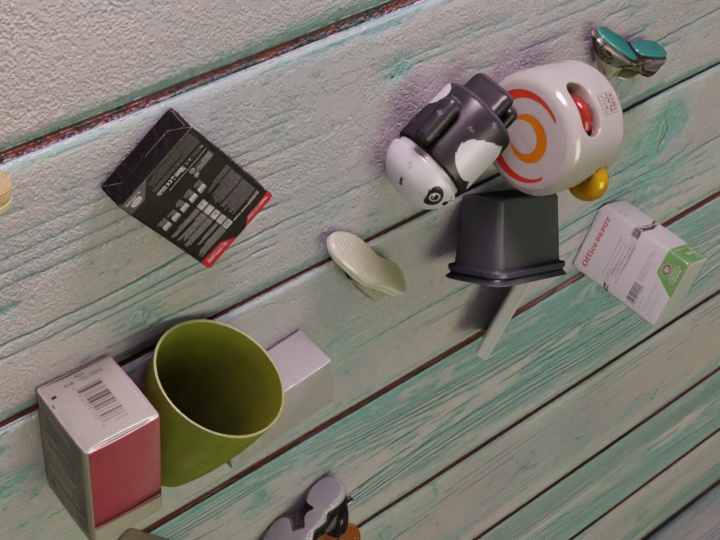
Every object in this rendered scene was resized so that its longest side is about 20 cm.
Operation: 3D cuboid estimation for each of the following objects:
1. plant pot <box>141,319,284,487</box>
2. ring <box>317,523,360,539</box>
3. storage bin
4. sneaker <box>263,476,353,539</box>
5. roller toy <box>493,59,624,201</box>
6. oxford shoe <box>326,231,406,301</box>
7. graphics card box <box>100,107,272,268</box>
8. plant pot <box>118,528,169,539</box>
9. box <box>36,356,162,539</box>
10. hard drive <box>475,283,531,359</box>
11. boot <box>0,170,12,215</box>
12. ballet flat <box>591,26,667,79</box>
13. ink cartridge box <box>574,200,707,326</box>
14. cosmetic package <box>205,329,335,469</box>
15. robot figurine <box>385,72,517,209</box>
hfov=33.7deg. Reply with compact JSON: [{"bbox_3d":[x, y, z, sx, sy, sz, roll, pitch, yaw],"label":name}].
[{"bbox_3d":[-0.228,0.200,1.609,0.187,0.188,0.200,-11,148,-43],"label":"plant pot"},{"bbox_3d":[-0.075,0.575,2.318,0.200,0.019,0.201,-31,145,-25],"label":"ring"},{"bbox_3d":[0.232,-0.059,1.907,0.199,0.145,0.135,-8,104,-45],"label":"storage bin"},{"bbox_3d":[-0.088,0.466,2.128,0.200,0.075,0.114,-46,145,-8],"label":"sneaker"},{"bbox_3d":[0.287,-0.209,1.739,0.139,0.200,0.183,-20,133,-38],"label":"roller toy"},{"bbox_3d":[0.000,0.000,1.747,0.058,0.076,0.200,-18,155,24],"label":"oxford shoe"},{"bbox_3d":[-0.202,-0.093,1.415,0.126,0.051,0.200,-48,149,2],"label":"graphics card box"},{"bbox_3d":[-0.324,0.551,1.848,0.200,0.177,0.200,-48,149,1],"label":"plant pot"},{"bbox_3d":[-0.335,0.234,1.539,0.109,0.128,0.201,-27,143,-31],"label":"box"},{"bbox_3d":[0.269,0.051,2.099,0.201,0.027,0.132,-63,174,23],"label":"hard drive"},{"bbox_3d":[-0.408,-0.119,1.123,0.199,0.073,0.156,-2,130,-42],"label":"boot"},{"bbox_3d":[0.412,-0.333,1.871,0.200,0.072,0.072,-1,126,-47],"label":"ballet flat"},{"bbox_3d":[0.518,-0.017,2.212,0.084,0.200,0.147,-14,136,-46],"label":"ink cartridge box"},{"bbox_3d":[-0.139,0.191,1.767,0.200,0.090,0.107,-34,146,-26],"label":"cosmetic package"},{"bbox_3d":[0.127,-0.175,1.643,0.200,0.125,0.150,-45,116,-4],"label":"robot figurine"}]
